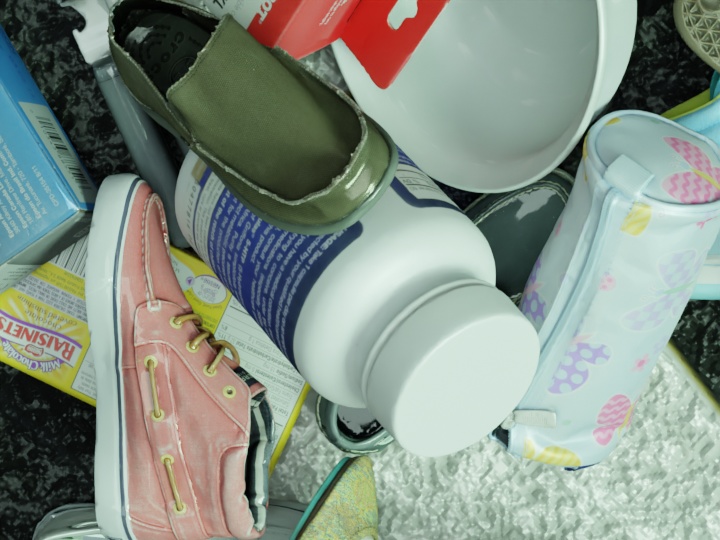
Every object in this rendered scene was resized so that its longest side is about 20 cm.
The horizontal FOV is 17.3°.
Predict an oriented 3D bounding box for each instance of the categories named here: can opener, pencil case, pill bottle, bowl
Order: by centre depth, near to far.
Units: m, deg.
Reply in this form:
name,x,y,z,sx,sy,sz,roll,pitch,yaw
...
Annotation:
name,x,y,z,sx,sy,sz,roll,pitch,yaw
pill bottle,0.000,0.000,1.230,0.120,0.120,0.200,-47,52,7
pencil case,0.125,0.012,1.247,0.083,0.090,0.201,51,135,33
bowl,0.077,-0.150,1.252,0.200,0.090,0.203,22,123,38
can opener,-0.120,-0.112,1.307,0.052,0.066,0.201,-23,102,3

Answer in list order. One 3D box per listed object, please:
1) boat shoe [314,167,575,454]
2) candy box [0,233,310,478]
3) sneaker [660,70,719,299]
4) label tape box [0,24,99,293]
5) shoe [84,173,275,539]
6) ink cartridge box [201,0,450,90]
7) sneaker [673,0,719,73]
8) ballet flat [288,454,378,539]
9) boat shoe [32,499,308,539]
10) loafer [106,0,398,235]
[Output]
name,x,y,z,sx,sy,sz,roll,pitch,yaw
boat shoe,0.052,0.025,1.305,0.073,0.062,0.200,44,97,-2
candy box,-0.121,0.033,1.333,0.199,0.026,0.103,26,98,1
sneaker,0.247,-0.056,1.278,0.198,0.080,0.132,-4,97,3
label tape box,-0.259,-0.038,1.303,0.199,0.063,0.145,-33,83,11
shoe,-0.094,0.048,1.275,0.090,0.071,0.202,-1,91,13
ink cartridge box,-0.044,-0.190,1.237,0.200,0.067,0.116,50,138,12
sneaker,0.254,-0.117,1.258,0.199,0.076,0.071,16,99,-9
ballet flat,-0.031,0.194,1.264,0.070,0.071,0.201,35,70,-1
boat shoe,-0.089,0.170,1.325,0.198,0.067,0.074,0,96,3
loafer,-0.064,-0.083,1.190,0.199,0.070,0.075,31,82,37
